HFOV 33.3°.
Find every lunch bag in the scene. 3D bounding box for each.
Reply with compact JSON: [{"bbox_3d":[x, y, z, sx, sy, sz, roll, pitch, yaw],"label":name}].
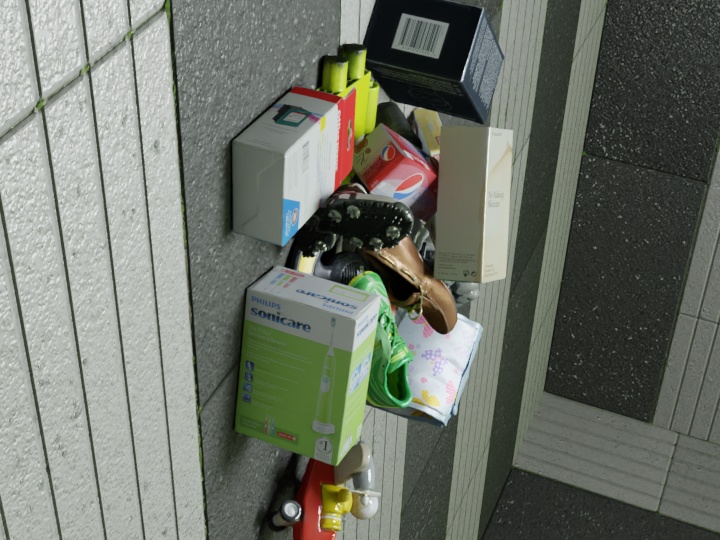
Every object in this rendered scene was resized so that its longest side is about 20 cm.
[{"bbox_3d":[0.071,0.135,1.841,0.127,0.198,0.171,58,49,-67],"label":"lunch bag"}]

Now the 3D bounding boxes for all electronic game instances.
[{"bbox_3d":[-0.017,0.014,1.590,0.199,0.041,0.203,-3,94,-43],"label":"electronic game"}]

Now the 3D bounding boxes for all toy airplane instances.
[{"bbox_3d":[-0.035,0.305,1.736,0.201,0.140,0.200,-62,-171,13],"label":"toy airplane"}]

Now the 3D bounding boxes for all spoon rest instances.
[{"bbox_3d":[0.053,-0.053,1.744,0.100,0.060,0.200,-59,-169,-6],"label":"spoon rest"}]

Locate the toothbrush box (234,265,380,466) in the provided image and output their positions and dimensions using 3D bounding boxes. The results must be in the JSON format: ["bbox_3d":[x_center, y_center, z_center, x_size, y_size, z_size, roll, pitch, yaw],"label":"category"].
[{"bbox_3d":[-0.066,0.115,1.472,0.086,0.144,0.202,-43,144,-59],"label":"toothbrush box"}]

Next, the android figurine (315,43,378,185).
[{"bbox_3d":[-0.025,-0.181,1.533,0.182,0.041,0.202,-45,145,-59],"label":"android figurine"}]

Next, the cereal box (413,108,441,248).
[{"bbox_3d":[0.119,-0.135,1.883,0.144,0.039,0.202,-104,-174,-56],"label":"cereal box"}]

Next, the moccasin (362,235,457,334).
[{"bbox_3d":[0.066,0.021,1.604,0.078,0.073,0.202,-54,135,-20],"label":"moccasin"}]

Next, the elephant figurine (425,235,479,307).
[{"bbox_3d":[0.131,-0.042,2.028,0.141,0.154,0.202,-41,-133,52],"label":"elephant figurine"}]

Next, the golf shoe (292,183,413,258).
[{"bbox_3d":[-0.009,-0.073,1.433,0.077,0.199,0.088,54,53,-29],"label":"golf shoe"}]

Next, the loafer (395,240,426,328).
[{"bbox_3d":[0.048,0.037,1.775,0.068,0.070,0.202,41,57,-41],"label":"loafer"}]

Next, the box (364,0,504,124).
[{"bbox_3d":[0.105,-0.294,1.664,0.200,0.147,0.108,34,73,-73],"label":"box"}]

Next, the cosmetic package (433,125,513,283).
[{"bbox_3d":[0.150,-0.089,1.595,0.103,0.072,0.203,-11,105,-64],"label":"cosmetic package"}]

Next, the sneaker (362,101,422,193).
[{"bbox_3d":[0.039,-0.160,1.697,0.201,0.075,0.092,110,-33,-56],"label":"sneaker"}]

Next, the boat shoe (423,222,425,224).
[{"bbox_3d":[0.074,-0.092,1.868,0.075,0.073,0.202,-50,150,-54],"label":"boat shoe"}]

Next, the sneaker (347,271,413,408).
[{"bbox_3d":[0.033,0.091,1.568,0.074,0.083,0.202,-33,121,-33],"label":"sneaker"}]

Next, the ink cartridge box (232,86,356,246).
[{"bbox_3d":[-0.072,-0.130,1.373,0.200,0.067,0.117,-51,151,-52],"label":"ink cartridge box"}]

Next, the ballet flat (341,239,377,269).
[{"bbox_3d":[0.000,0.000,1.675,0.075,0.067,0.203,-10,94,-64],"label":"ballet flat"}]

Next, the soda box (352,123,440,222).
[{"bbox_3d":[0.057,-0.125,1.576,0.070,0.064,0.200,-42,157,13],"label":"soda box"}]
